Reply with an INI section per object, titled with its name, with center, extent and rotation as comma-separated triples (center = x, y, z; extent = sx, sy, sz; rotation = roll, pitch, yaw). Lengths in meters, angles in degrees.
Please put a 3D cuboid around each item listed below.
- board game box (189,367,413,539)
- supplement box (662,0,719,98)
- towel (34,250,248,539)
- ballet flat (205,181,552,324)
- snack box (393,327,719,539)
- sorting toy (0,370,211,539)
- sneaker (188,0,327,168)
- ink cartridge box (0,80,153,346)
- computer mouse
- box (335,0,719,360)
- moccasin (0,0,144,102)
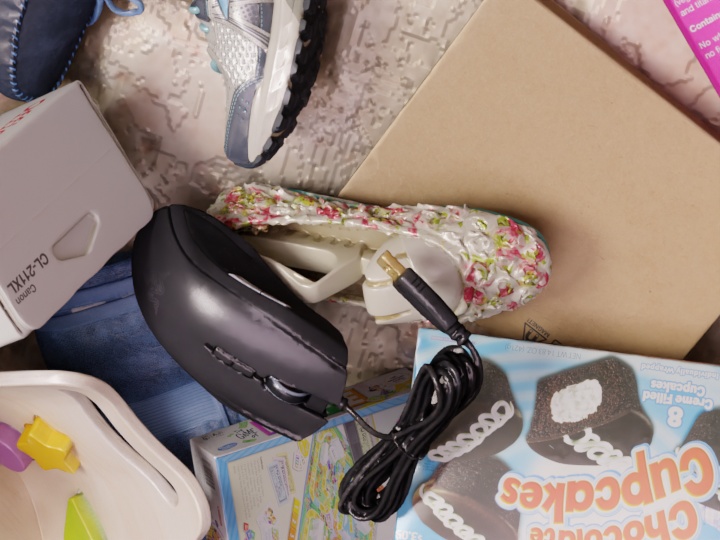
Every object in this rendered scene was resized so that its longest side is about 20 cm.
[board game box]
center = -0.013, 0.168, 1.401
extent = 0.134, 0.034, 0.201
rotation = -16, 111, -24
[supplement box]
center = 0.203, -0.149, 1.248
extent = 0.103, 0.101, 0.201
rotation = -27, 104, 18
[towel]
center = -0.106, 0.085, 1.416
extent = 0.111, 0.049, 0.201
rotation = -16, 108, 15
[ballet flat]
center = 0.000, 0.000, 1.329
extent = 0.199, 0.064, 0.076
rotation = 6, 123, 27
[snack box]
center = 0.122, 0.099, 1.327
extent = 0.199, 0.037, 0.117
rotation = 7, 90, 13
[sorting toy]
center = -0.170, 0.106, 1.357
extent = 0.179, 0.107, 0.200
rotation = -14, 125, 44
[sneaker]
center = -0.061, -0.154, 1.309
extent = 0.086, 0.078, 0.201
rotation = 8, 102, 9
[ink cartridge box]
center = -0.227, -0.007, 1.320
extent = 0.199, 0.146, 0.083
rotation = -20, 107, 33
[computer mouse]
center = -0.034, 0.029, 1.291
extent = 0.200, 0.046, 0.141
rotation = 46, 126, 8
[box]
center = 0.107, -0.034, 1.339
extent = 0.200, 0.021, 0.164
rotation = 38, 111, 0
[moccasin]
center = -0.144, -0.173, 1.299
extent = 0.068, 0.080, 0.201
rotation = 29, 116, 26
